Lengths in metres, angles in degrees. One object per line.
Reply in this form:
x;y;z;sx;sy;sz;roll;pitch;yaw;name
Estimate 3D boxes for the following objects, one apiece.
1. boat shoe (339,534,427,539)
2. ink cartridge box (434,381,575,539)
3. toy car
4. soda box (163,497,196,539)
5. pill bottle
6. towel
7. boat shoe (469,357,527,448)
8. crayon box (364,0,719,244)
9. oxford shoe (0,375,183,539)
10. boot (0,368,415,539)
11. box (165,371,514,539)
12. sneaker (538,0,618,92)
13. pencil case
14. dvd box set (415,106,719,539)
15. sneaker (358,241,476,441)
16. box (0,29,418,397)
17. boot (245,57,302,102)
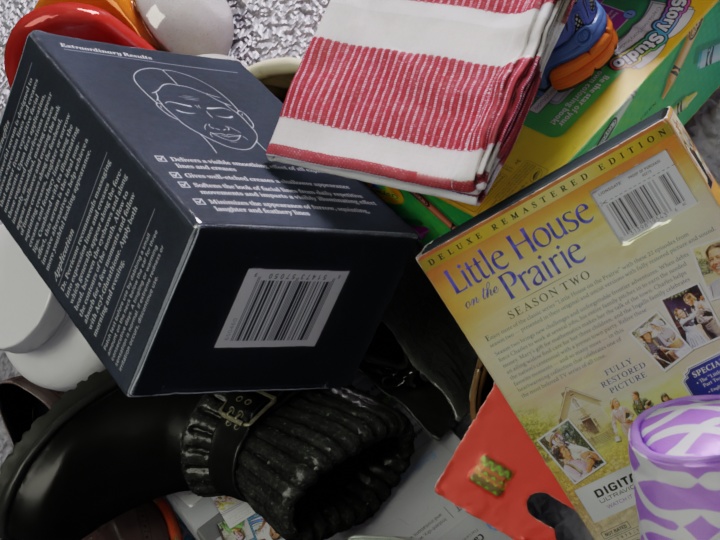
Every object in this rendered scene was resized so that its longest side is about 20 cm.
0.012;0.176;0.813;0.199;0.067;0.074;8;116;10;boat shoe
0.151;0.072;0.799;0.162;0.050;0.200;30;93;6;ink cartridge box
-0.171;-0.118;1.060;0.175;0.150;0.200;-37;59;21;toy car
-0.142;0.170;1.012;0.064;0.068;0.200;-36;60;24;soda box
-0.148;0.027;0.972;0.112;0.200;0.113;-10;73;34;pill bottle
0.041;-0.136;0.785;0.144;0.023;0.200;14;75;38;towel
0.115;0.014;0.867;0.076;0.074;0.201;11;81;37;boat shoe
0.105;-0.092;0.863;0.119;0.058;0.200;30;67;37;crayon box
-0.172;0.146;0.950;0.071;0.072;0.200;-49;55;16;oxford shoe
-0.090;0.114;0.863;0.211;0.080;0.158;-40;55;-18;boot
-0.003;0.148;0.895;0.156;0.041;0.200;-36;54;-13;box
0.065;-0.177;0.857;0.075;0.079;0.200;-39;47;-16;sneaker
0.180;0.153;0.731;0.084;0.085;0.201;-134;32;-69;pencil case
0.140;0.040;0.760;0.146;0.029;0.200;-30;98;23;dvd box set
-0.002;0.002;0.905;0.200;0.104;0.060;42;134;-2;sneaker
-0.094;-0.032;0.846;0.200;0.148;0.107;47;122;39;box
0.007;-0.088;0.954;0.200;0.107;0.075;7;76;33;boot
